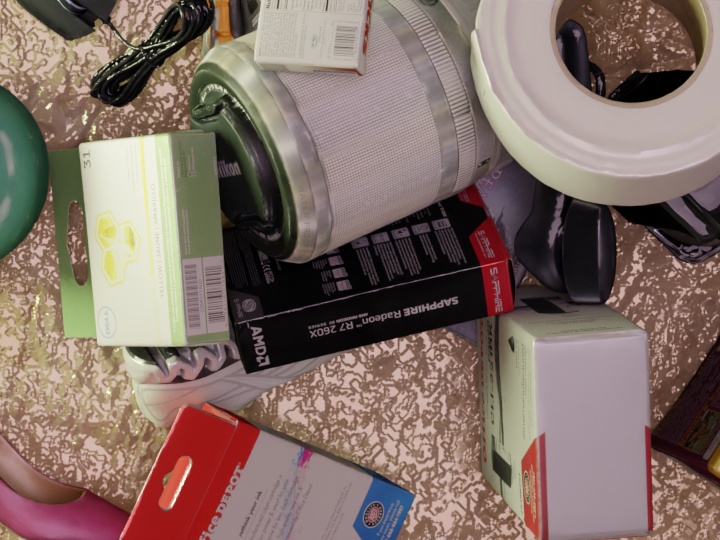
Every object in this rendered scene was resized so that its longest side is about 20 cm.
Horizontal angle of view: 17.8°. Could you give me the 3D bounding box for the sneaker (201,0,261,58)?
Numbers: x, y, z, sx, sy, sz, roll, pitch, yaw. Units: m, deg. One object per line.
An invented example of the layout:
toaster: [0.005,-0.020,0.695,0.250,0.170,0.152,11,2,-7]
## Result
sneaker: [-0.076,-0.206,1.677,0.077,0.078,0.200,-3,98,-14]

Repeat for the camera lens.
camera lens: [-0.007,-0.108,1.600,0.200,0.160,0.160,-25,94,-21]

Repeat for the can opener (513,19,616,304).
can opener: [0.146,-0.077,1.618,0.079,0.063,0.200,2,102,28]

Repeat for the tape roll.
tape roll: [0.175,-0.146,1.514,0.202,0.071,0.203,0,76,2]

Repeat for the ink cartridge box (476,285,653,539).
ink cartridge box: [0.141,0.097,1.632,0.084,0.200,0.144,-4,99,-7]

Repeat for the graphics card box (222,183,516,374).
graphics card box: [0.000,0.000,1.642,0.200,0.125,0.051,-13,125,-6]

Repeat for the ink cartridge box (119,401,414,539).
ink cartridge box: [-0.076,0.172,1.657,0.200,0.067,0.116,25,89,-26]

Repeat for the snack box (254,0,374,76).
snack box: [-0.021,-0.228,1.515,0.072,0.024,0.200,4,78,14]

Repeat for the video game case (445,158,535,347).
video game case: [0.039,-0.050,1.717,0.200,0.019,0.143,28,89,-5]

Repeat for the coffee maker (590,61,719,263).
coffee maker: [0.229,-0.084,1.641,0.192,0.200,0.135,19,89,-6]

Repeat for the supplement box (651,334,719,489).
supplement box: [0.302,0.108,1.655,0.103,0.200,0.131,34,89,-6]

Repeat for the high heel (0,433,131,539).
high heel: [-0.246,0.139,1.669,0.200,0.067,0.096,15,101,-2]

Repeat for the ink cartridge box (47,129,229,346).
ink cartridge box: [-0.173,-0.020,1.613,0.048,0.200,0.146,-7,93,-43]

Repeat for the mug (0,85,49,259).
mug: [-0.314,-0.058,1.631,0.152,0.114,0.185,45,91,-3]

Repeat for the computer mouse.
computer mouse: [-0.197,-0.221,1.642,0.140,0.046,0.200,-32,96,31]

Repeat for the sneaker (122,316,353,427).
sneaker: [-0.076,0.060,1.691,0.200,0.075,0.081,-13,127,-14]
